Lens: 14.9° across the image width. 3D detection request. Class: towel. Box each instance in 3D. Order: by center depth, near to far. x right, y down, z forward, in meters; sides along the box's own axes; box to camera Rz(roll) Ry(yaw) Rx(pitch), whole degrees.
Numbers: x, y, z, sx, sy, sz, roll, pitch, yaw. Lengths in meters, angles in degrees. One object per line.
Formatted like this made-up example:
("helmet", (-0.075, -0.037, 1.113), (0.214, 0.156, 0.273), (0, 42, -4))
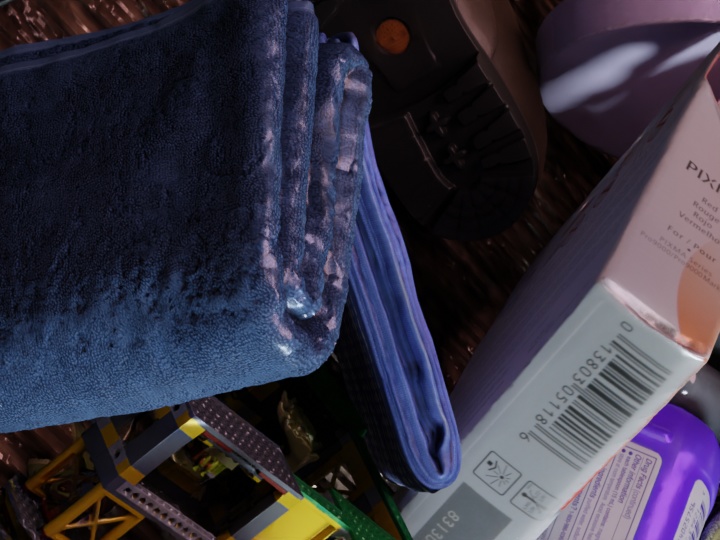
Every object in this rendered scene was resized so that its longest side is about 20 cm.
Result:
("towel", (-0.096, -0.008, 0.734), (0.049, 0.199, 0.112), (46, 40, -50))
("towel", (0.000, 0.000, 0.901), (0.200, 0.024, 0.146), (146, -72, -85))

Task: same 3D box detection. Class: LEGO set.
("LEGO set", (-0.071, 0.073, 0.835), (0.200, 0.116, 0.154), (39, 16, -54))

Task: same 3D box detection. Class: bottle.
("bottle", (0.069, 0.142, 0.976), (0.065, 0.084, 0.201), (22, 64, 6))

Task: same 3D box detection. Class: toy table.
("toy table", (0.146, -0.118, 1.108), (0.200, 0.183, 0.118), (34, 50, -60))

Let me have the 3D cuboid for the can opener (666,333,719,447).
("can opener", (0.180, 0.055, 1.069), (0.200, 0.067, 0.054), (29, 59, -47))

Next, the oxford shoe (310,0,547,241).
("oxford shoe", (0.014, -0.112, 1.045), (0.201, 0.072, 0.084), (69, 21, -9))

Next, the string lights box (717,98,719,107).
("string lights box", (0.194, 0.002, 1.090), (0.103, 0.059, 0.200), (43, 8, 26))

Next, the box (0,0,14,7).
("box", (-0.068, -0.161, 0.867), (0.087, 0.163, 0.200), (61, 37, -12))

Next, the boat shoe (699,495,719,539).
("boat shoe", (0.156, 0.110, 1.027), (0.066, 0.201, 0.072), (33, 81, -23))

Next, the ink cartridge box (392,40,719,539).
("ink cartridge box", (0.087, 0.013, 0.970), (0.050, 0.162, 0.200), (38, 40, 0))
